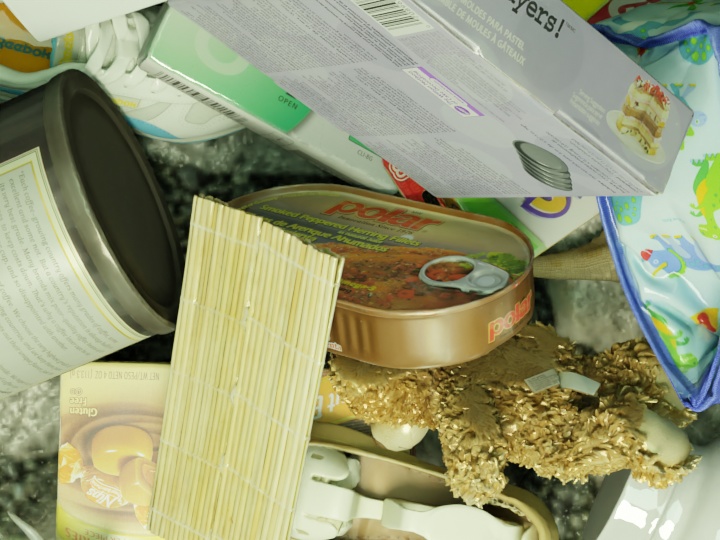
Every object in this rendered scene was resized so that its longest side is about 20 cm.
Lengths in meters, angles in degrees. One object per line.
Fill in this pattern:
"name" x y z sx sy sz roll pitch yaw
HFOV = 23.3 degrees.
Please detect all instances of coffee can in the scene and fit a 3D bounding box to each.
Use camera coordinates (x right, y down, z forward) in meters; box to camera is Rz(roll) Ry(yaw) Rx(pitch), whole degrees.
"coffee can" -0.211 0.000 0.934 0.198 0.146 0.148 -23 87 9

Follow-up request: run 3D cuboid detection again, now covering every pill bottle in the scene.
"pill bottle" 0.226 0.158 0.944 0.199 0.113 0.114 25 88 2

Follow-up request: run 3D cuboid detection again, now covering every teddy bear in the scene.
"teddy bear" 0.080 0.072 0.908 0.198 0.146 0.067 -1 127 -8

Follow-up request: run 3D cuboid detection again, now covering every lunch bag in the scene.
"lunch bag" 0.214 -0.046 0.901 0.169 0.127 0.202 -19 108 -34

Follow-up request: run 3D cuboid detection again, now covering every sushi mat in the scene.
"sushi mat" -0.062 0.066 0.892 0.095 0.012 0.202 26 117 33

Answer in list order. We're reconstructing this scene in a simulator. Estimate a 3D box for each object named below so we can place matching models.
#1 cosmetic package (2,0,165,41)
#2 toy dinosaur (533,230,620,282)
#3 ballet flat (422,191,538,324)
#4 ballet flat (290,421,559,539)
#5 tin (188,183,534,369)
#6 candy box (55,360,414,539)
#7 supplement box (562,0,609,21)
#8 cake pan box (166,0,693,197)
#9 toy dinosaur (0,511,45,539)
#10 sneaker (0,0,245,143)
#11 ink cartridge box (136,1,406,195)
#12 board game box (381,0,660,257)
"cosmetic package" -0.090 -0.216 0.917 0.198 0.052 0.152 -14 55 21
"toy dinosaur" 0.166 -0.005 0.991 0.198 0.058 0.102 -20 72 -7
"ballet flat" 0.061 0.005 0.994 0.067 0.046 0.202 -9 93 -26
"ballet flat" 0.009 0.121 0.922 0.198 0.063 0.069 10 88 1
"tin" 0.000 0.000 0.911 0.199 0.112 0.042 14 128 37
"candy box" -0.069 0.111 0.983 0.198 0.055 0.117 2 88 1
"supplement box" 0.109 -0.204 0.901 0.200 0.110 0.109 -41 102 16
"cake pan box" 0.026 -0.102 0.815 0.199 0.184 0.053 33 73 -27
"toy dinosaur" -0.118 0.216 0.944 0.076 0.103 0.200 -23 131 20
"sneaker" -0.138 -0.118 0.983 0.198 0.081 0.077 5 86 0
"ink cartridge box" -0.011 -0.165 0.967 0.160 0.050 0.201 27 85 -18
"board game box" 0.115 -0.078 0.964 0.199 0.030 0.096 -34 88 -11
